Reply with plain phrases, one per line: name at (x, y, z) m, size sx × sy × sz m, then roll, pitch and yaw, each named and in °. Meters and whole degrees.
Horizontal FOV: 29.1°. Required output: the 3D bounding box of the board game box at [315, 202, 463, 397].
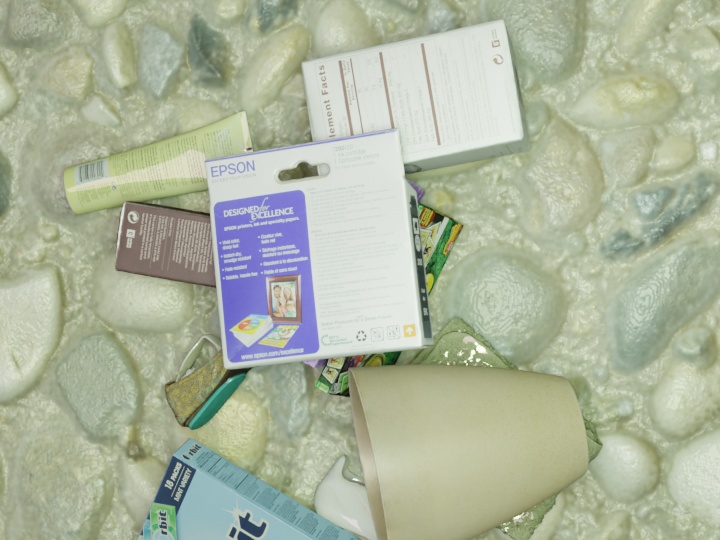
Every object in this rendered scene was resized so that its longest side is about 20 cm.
board game box at (0.030, 0.032, 1.357) m, size 0.023 × 0.105 × 0.201 m, roll 28°, pitch 96°, yaw 27°

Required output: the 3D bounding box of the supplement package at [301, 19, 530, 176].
supplement package at (0.056, -0.158, 1.344) m, size 0.198 × 0.117 × 0.119 m, roll -10°, pitch 89°, yaw 11°

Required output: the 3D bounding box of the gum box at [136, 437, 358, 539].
gum box at (-0.125, 0.291, 1.391) m, size 0.199 × 0.045 × 0.171 m, roll 30°, pitch 115°, yaw 10°

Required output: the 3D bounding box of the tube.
tube at (-0.205, -0.103, 1.430) m, size 0.198 × 0.052 × 0.058 m, roll -14°, pitch 127°, yaw 7°

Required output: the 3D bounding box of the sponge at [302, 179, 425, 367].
sponge at (0.000, 0.000, 1.358) m, size 0.030 × 0.112 × 0.201 m, roll 28°, pitch 95°, yaw 11°

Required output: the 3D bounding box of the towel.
towel at (0.124, 0.160, 1.375) m, size 0.200 × 0.036 × 0.149 m, roll 39°, pitch 97°, yaw 8°

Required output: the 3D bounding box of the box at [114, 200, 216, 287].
box at (-0.134, -0.018, 1.389) m, size 0.198 × 0.100 × 0.076 m, roll 8°, pitch 92°, yaw 11°

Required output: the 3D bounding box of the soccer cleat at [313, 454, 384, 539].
soccer cleat at (0.047, 0.253, 1.375) m, size 0.199 × 0.069 × 0.078 m, roll 25°, pitch 92°, yaw 12°

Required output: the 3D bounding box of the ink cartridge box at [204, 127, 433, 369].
ink cartridge box at (-0.040, -0.017, 1.289) m, size 0.196 × 0.043 × 0.202 m, roll -7°, pitch 87°, yaw 16°

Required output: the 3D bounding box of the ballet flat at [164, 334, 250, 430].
ballet flat at (-0.127, 0.081, 1.391) m, size 0.200 × 0.071 × 0.071 m, roll -43°, pitch 83°, yaw 24°

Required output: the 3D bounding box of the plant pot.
plant pot at (0.103, 0.164, 1.283) m, size 0.198 × 0.187 × 0.189 m, roll -10°, pitch 88°, yaw -5°
